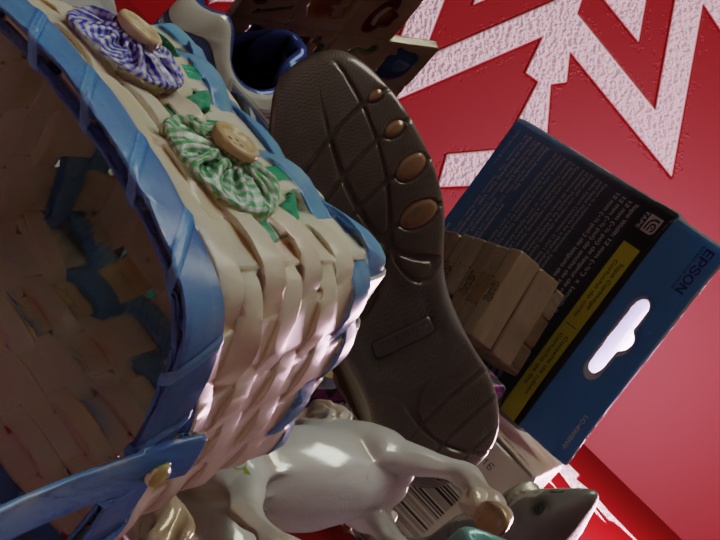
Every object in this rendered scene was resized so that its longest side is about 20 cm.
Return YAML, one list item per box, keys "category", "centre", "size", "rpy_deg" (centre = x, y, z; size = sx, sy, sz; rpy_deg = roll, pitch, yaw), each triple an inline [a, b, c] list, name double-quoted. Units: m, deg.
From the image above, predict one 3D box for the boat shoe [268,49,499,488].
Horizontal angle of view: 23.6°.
- category: "boat shoe"
  centre: [0.000, 0.000, 0.761]
  size: [0.072, 0.076, 0.200]
  rpy_deg: [-148, -139, -68]

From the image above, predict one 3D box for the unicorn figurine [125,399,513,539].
- category: "unicorn figurine"
  centre: [-0.013, 0.088, 0.663]
  size: [0.200, 0.074, 0.137]
  rpy_deg: [21, 8, -46]

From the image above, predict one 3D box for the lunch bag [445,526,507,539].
- category: "lunch bag"
  centre: [0.101, 0.195, 0.579]
  size: [0.200, 0.122, 0.170]
  rpy_deg: [32, 11, -45]

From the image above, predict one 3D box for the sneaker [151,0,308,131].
- category: "sneaker"
  centre: [-0.043, -0.070, 0.854]
  size: [0.075, 0.088, 0.200]
  rpy_deg: [46, 12, 31]

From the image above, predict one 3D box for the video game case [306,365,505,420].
- category: "video game case"
  centre: [-0.051, 0.014, 0.877]
  size: [0.181, 0.036, 0.200]
  rpy_deg: [2, 32, -36]

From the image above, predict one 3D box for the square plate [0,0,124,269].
- category: "square plate"
  centre: [-0.123, -0.050, 0.674]
  size: [0.200, 0.028, 0.198]
  rpy_deg: [12, 65, -74]

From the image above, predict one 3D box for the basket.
- category: "basket"
  centre: [-0.109, -0.002, 0.493]
  size: [0.200, 0.139, 0.176]
  rpy_deg: [-18, 57, -44]

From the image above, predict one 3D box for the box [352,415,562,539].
- category: "box"
  centre: [0.053, 0.119, 0.996]
  size: [0.078, 0.095, 0.200]
  rpy_deg: [45, 6, 11]

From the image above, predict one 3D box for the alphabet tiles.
- category: "alphabet tiles"
  centre: [-0.059, -0.087, 0.904]
  size: [0.167, 0.200, 0.008]
  rpy_deg: [3, 54, -37]

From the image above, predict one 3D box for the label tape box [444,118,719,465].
- category: "label tape box"
  centre: [0.117, 0.016, 0.974]
  size: [0.066, 0.143, 0.200]
  rpy_deg: [34, 4, -39]

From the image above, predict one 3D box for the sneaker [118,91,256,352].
- category: "sneaker"
  centre: [-0.056, 0.016, 0.672]
  size: [0.200, 0.074, 0.088]
  rpy_deg: [-86, 162, -51]

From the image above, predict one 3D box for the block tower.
- category: "block tower"
  centre: [0.028, 0.004, 0.981]
  size: [0.054, 0.058, 0.200]
  rpy_deg: [38, -10, -36]

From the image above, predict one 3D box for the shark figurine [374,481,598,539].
- category: "shark figurine"
  centre: [0.057, 0.174, 0.810]
  size: [0.215, 0.128, 0.090]
  rpy_deg: [73, 2, -62]
